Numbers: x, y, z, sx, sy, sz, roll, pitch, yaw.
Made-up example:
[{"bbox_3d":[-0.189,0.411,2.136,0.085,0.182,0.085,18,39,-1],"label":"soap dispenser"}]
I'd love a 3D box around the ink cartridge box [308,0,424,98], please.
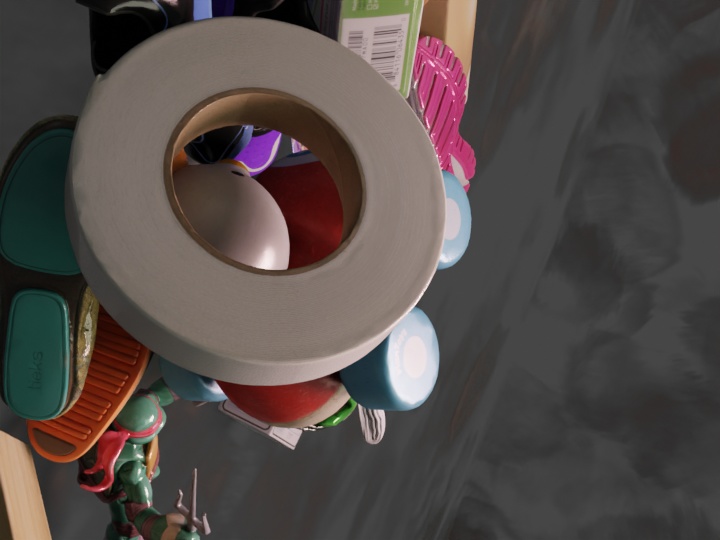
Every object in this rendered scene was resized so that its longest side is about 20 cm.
[{"bbox_3d":[-0.021,-0.212,0.832,0.059,0.200,0.104,-8,133,-18],"label":"ink cartridge box"}]

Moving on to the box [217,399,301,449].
[{"bbox_3d":[-0.059,0.070,1.206,0.201,0.060,0.117,-64,165,-11],"label":"box"}]

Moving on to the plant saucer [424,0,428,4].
[{"bbox_3d":[0.034,-0.274,0.880,0.200,0.032,0.201,-41,-139,48],"label":"plant saucer"}]

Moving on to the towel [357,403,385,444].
[{"bbox_3d":[0.012,0.044,1.130,0.147,0.024,0.201,83,8,-45],"label":"towel"}]

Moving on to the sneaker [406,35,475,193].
[{"bbox_3d":[0.041,-0.122,1.043,0.201,0.088,0.082,77,33,-51],"label":"sneaker"}]

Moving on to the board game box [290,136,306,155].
[{"bbox_3d":[-0.011,-0.125,0.973,0.200,0.039,0.159,58,31,-62],"label":"board game box"}]

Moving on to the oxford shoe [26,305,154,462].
[{"bbox_3d":[-0.157,0.036,0.809,0.073,0.071,0.201,63,51,-76],"label":"oxford shoe"}]

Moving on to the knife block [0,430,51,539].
[{"bbox_3d":[-0.203,0.218,0.718,0.201,0.175,0.064,-63,165,-14],"label":"knife block"}]

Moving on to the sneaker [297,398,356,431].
[{"bbox_3d":[-0.042,0.099,0.978,0.078,0.085,0.200,-60,168,5],"label":"sneaker"}]

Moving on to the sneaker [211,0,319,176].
[{"bbox_3d":[-0.065,-0.125,0.798,0.069,0.099,0.201,-35,148,-28],"label":"sneaker"}]

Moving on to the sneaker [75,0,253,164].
[{"bbox_3d":[-0.120,-0.119,0.723,0.078,0.070,0.200,-55,155,-26],"label":"sneaker"}]

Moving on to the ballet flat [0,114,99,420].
[{"bbox_3d":[-0.178,-0.007,0.702,0.071,0.070,0.201,-41,149,-57],"label":"ballet flat"}]

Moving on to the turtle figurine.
[{"bbox_3d":[-0.151,0.132,0.855,0.200,0.100,0.150,121,-17,-54],"label":"turtle figurine"}]

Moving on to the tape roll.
[{"bbox_3d":[-0.053,-0.040,0.631,0.203,0.202,0.037,-58,-177,-29],"label":"tape roll"}]

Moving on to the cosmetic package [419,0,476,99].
[{"bbox_3d":[0.043,-0.210,1.062,0.071,0.105,0.200,-60,162,-30],"label":"cosmetic package"}]

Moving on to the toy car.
[{"bbox_3d":[-0.068,-0.019,0.707,0.200,0.183,0.178,39,59,-45],"label":"toy car"}]
